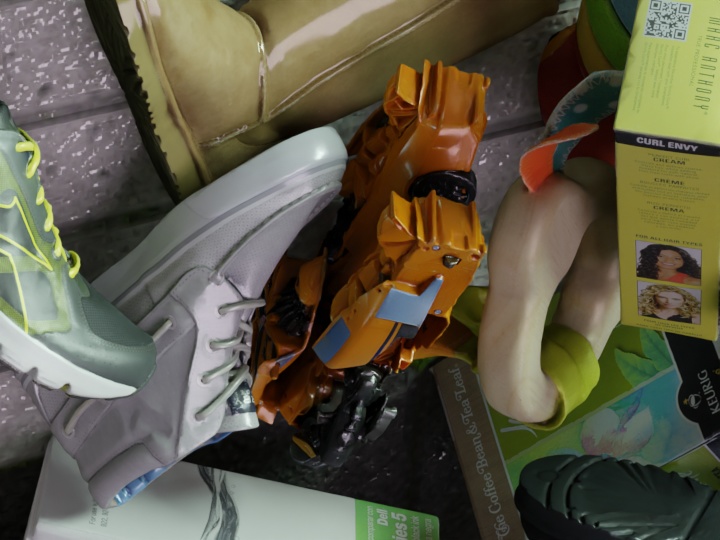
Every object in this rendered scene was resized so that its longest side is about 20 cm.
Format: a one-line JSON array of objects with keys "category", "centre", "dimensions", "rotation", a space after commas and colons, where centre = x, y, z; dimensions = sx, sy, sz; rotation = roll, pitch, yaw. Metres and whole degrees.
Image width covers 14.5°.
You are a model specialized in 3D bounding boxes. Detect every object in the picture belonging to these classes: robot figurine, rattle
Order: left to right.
[{"category": "robot figurine", "centre": [0.000, 0.000, 1.282], "dimensions": [0.058, 0.146, 0.200], "rotation": [16, 142, -18]}, {"category": "rattle", "centre": [0.054, -0.027, 1.303], "dimensions": [0.130, 0.143, 0.200], "rotation": [-44, 148, -15]}]

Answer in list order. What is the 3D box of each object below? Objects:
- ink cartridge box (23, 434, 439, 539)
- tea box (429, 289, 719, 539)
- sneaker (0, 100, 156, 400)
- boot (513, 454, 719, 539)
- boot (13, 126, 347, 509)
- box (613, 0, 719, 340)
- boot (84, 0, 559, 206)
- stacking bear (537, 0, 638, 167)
[{"category": "ink cartridge box", "centre": [-0.074, 0.177, 1.373], "dimensions": [0.199, 0.084, 0.146], "rotation": [14, 120, -7]}, {"category": "tea box", "centre": [0.176, 0.095, 1.457], "dimensions": [0.196, 0.134, 0.200], "rotation": [-31, 138, 16]}, {"category": "sneaker", "centre": [-0.155, -0.021, 1.192], "dimensions": [0.200, 0.074, 0.085], "rotation": [38, 93, -22]}, {"category": "boot", "centre": [0.156, 0.186, 1.338], "dimensions": [0.197, 0.073, 0.163], "rotation": [15, 117, 11]}, {"category": "boot", "centre": [-0.064, 0.026, 1.267], "dimensions": [0.200, 0.096, 0.073], "rotation": [-38, 167, 28]}, {"category": "box", "centre": [0.141, -0.044, 1.237], "dimensions": [0.050, 0.076, 0.200], "rotation": [9, 158, 11]}, {"category": "boot", "centre": [-0.016, -0.127, 1.236], "dimensions": [0.199, 0.066, 0.175], "rotation": [-29, 151, -8]}, {"category": "stacking bear", "centre": [0.144, -0.112, 1.300], "dimensions": [0.121, 0.114, 0.200], "rotation": [-47, 175, -36]}]
